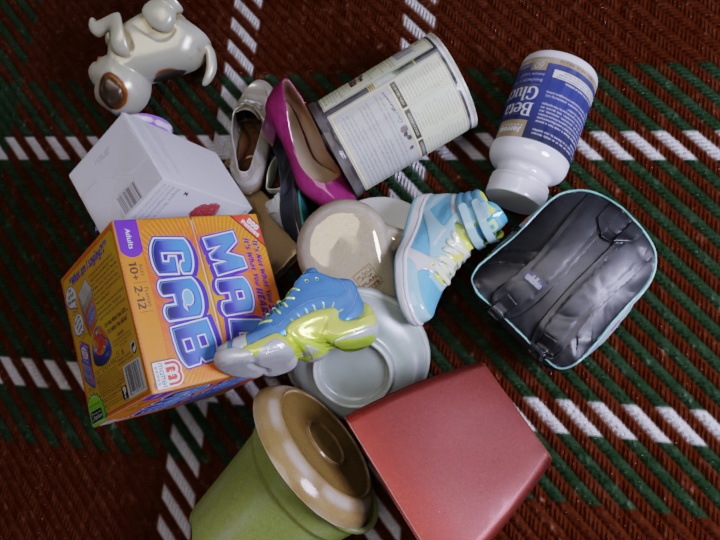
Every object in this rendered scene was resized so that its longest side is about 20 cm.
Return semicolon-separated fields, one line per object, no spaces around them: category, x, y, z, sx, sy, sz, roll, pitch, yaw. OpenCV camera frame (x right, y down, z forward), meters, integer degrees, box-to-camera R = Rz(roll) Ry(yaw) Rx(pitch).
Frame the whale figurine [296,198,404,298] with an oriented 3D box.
whale figurine;0.000;0.000;0.905;0.159;0.104;0.201;-40;96;-2

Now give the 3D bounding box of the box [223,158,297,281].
box;-0.195;-0.051;1.025;0.164;0.021;0.200;-45;71;-2

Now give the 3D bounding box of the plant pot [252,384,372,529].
plant pot;-0.048;0.213;0.804;0.027;0.200;0.201;-41;71;10

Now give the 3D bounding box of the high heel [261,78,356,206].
high heel;-0.066;-0.169;0.936;0.200;0.096;0.067;45;53;8

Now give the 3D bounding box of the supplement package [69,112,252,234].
supplement package;-0.269;-0.107;0.929;0.121;0.199;0.120;-42;70;15

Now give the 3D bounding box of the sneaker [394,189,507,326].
sneaker;0.118;-0.026;0.842;0.129;0.080;0.202;-9;52;30

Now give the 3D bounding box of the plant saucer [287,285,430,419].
plant saucer;-0.008;0.121;0.869;0.197;0.050;0.203;2;113;5

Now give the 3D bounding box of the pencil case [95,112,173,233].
pencil case;-0.352;-0.150;1.052;0.084;0.084;0.203;12;75;-20

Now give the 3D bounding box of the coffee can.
coffee can;0.045;-0.218;0.950;0.198;0.146;0.148;-29;72;4

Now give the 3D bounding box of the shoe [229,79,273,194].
shoe;-0.165;-0.218;1.036;0.069;0.054;0.203;-1;67;8

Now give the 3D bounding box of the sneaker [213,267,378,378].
sneaker;-0.081;0.059;0.794;0.197;0.076;0.106;-9;63;-20

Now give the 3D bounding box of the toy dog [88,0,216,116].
toy dog;-0.350;-0.339;1.090;0.200;0.140;0.194;-44;102;-2

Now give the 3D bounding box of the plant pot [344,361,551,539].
plant pot;0.111;0.226;0.807;0.175;0.200;0.201;-32;71;-8

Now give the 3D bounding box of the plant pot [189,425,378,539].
plant pot;-0.109;0.293;0.845;0.184;0.200;0.201;-43;71;12

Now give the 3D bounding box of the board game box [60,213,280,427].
board game box;-0.238;0.062;0.861;0.199;0.198;0.203;-28;75;45

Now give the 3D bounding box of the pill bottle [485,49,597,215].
pill bottle;0.242;-0.184;0.916;0.110;0.111;0.203;19;80;16

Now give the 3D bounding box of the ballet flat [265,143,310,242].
ballet flat;-0.107;-0.113;0.994;0.072;0.073;0.203;-11;62;9

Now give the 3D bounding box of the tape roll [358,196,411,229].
tape roll;0.024;-0.005;0.958;0.199;0.037;0.206;-3;76;11

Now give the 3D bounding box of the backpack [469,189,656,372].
backpack;0.259;0.006;0.841;0.176;0.153;0.200;44;98;17
